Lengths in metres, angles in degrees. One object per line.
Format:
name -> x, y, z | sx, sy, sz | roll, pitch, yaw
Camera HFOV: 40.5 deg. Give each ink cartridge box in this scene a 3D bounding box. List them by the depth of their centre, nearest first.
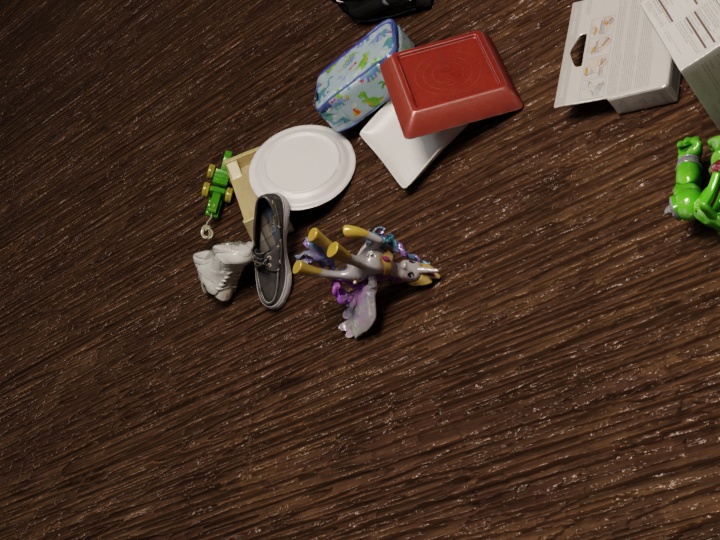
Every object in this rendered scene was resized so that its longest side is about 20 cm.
ink cartridge box -> 0.384, -0.324, 1.429 | 0.174, 0.045, 0.203 | -6, 60, 40

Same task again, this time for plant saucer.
plant saucer -> 0.143, -0.314, 1.589 | 0.197, 0.037, 0.201 | -16, 49, 0

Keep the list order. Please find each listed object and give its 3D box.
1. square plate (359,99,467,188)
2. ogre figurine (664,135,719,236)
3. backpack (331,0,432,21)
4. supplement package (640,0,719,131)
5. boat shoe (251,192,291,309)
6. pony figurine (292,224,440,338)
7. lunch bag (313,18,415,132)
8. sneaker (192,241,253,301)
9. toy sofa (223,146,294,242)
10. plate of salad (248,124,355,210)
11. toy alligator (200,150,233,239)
square plate -> 0.107, -0.254, 1.660 | 0.198, 0.028, 0.201 | -45, 42, 10
ogre figurine -> 0.451, -0.102, 1.179 | 0.199, 0.098, 0.121 | 29, 76, 31
backpack -> 0.025, -0.553, 1.852 | 0.198, 0.163, 0.155 | -21, 42, 41
supplement package -> 0.494, -0.312, 1.235 | 0.199, 0.151, 0.152 | -34, 44, 22
boat shoe -> -0.159, -0.034, 1.684 | 0.069, 0.066, 0.204 | 7, 93, 27
pony figurine -> 0.000, 0.000, 1.499 | 0.192, 0.198, 0.169 | -23, 55, 51
lunch bag -> 0.006, -0.354, 1.766 | 0.199, 0.082, 0.162 | -33, 30, 25
sneaker -> -0.240, 0.003, 1.776 | 0.199, 0.077, 0.101 | -15, 82, 62
toy sofa -> -0.188, -0.131, 1.831 | 0.082, 0.098, 0.201 | -22, 45, -2
plate of salad -> -0.105, -0.183, 1.770 | 0.196, 0.048, 0.203 | -4, 55, 6
toy alligator -> -0.287, -0.143, 1.946 | 0.054, 0.058, 0.203 | 113, 169, -66
